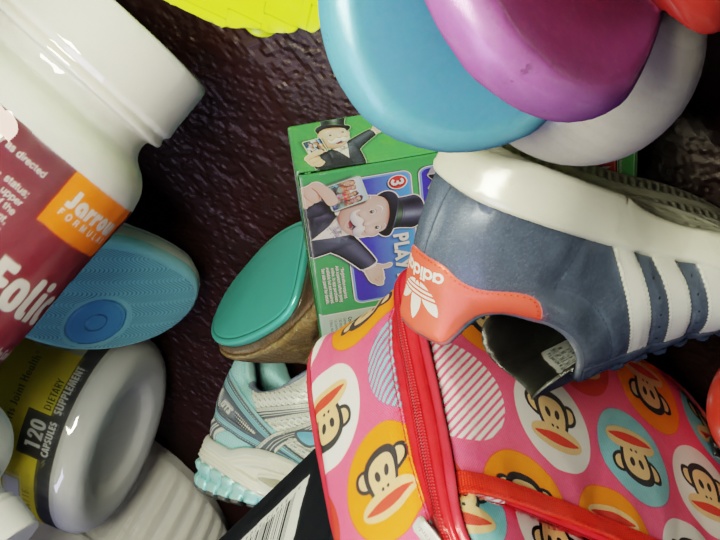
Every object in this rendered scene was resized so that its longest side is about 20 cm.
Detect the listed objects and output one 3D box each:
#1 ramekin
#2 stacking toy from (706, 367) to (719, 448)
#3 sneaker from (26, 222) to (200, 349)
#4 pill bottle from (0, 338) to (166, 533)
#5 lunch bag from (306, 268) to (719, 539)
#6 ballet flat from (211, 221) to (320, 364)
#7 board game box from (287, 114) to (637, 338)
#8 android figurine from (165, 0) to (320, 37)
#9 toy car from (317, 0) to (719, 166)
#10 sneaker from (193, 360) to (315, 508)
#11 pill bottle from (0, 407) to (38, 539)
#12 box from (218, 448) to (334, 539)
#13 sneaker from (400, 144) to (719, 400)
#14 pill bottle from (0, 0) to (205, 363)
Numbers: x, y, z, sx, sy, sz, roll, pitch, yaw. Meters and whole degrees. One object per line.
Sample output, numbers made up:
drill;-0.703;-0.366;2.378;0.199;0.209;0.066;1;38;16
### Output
ramekin;-0.171;0.170;1.160;0.198;0.105;0.201;21;143;16
stacking toy;0.233;0.086;0.778;0.198;0.086;0.086;21;145;23
sneaker;-0.178;-0.035;0.949;0.198;0.131;0.080;11;128;-33
pill bottle;-0.214;0.057;1.047;0.198;0.112;0.113;20;144;15
lunch bag;0.074;0.104;0.758;0.199;0.177;0.082;24;131;-36
ballet flat;0.000;0.000;0.868;0.072;0.068;0.200;24;143;-17
board game box;0.047;0.010;0.803;0.133;0.029;0.201;-10;138;-3
android figurine;-0.046;-0.165;0.707;0.181;0.041;0.201;24;142;9
toy car;0.064;-0.109;0.574;0.199;0.151;0.175;-32;114;31
sneaker;-0.002;0.080;0.927;0.199;0.087;0.077;5;175;39
pill bottle;-0.246;0.069;0.941;0.200;0.110;0.111;49;146;8
box;0.031;0.177;0.835;0.199;0.105;0.148;35;123;-14
sneaker;0.095;0.011;0.717;0.199;0.085;0.075;16;-166;-33
pill bottle;-0.164;-0.032;0.807;0.114;0.200;0.114;41;179;1
